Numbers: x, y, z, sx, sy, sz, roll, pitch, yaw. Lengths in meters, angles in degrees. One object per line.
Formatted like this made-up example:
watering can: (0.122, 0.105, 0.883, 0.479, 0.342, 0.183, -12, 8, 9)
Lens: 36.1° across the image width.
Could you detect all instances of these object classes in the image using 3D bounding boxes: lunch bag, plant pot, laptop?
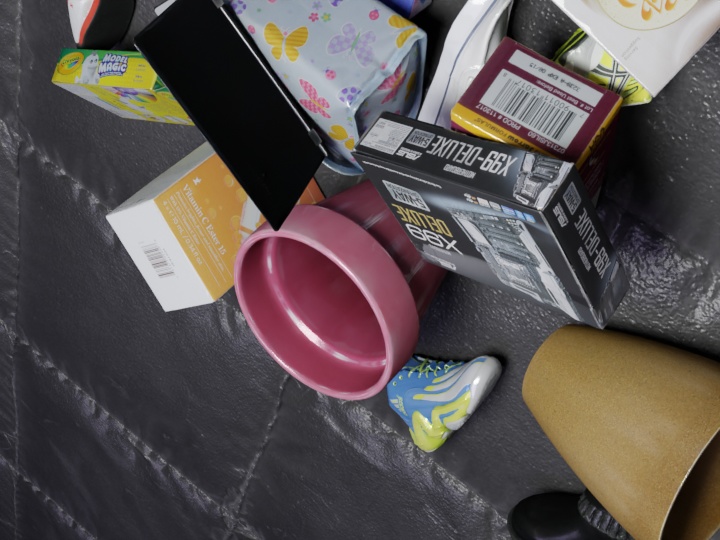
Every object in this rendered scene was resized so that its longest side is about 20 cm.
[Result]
lunch bag: (-0.034, -0.182, 1.036, 0.169, 0.127, 0.200, 39, 168, 11)
plant pot: (0.253, 0.138, 1.029, 0.199, 0.186, 0.188, 34, 142, 35)
laptop: (-0.128, -0.140, 0.961, 0.188, 0.116, 0.199, 54, 158, -19)
plant pot: (0.000, 0.000, 1.126, 0.199, 0.179, 0.201, 25, 136, 26)

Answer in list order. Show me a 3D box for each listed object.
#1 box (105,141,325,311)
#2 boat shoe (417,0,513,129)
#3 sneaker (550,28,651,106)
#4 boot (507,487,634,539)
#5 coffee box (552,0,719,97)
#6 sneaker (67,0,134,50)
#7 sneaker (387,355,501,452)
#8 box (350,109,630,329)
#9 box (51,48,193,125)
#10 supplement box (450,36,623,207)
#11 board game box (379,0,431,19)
box: (-0.151, -0.066, 1.193, 0.097, 0.200, 0.125, -11, 116, 47)
boat shoe: (0.107, -0.178, 0.969, 0.065, 0.074, 0.201, 34, 150, 9)
sneaker: (0.218, -0.178, 0.865, 0.076, 0.076, 0.200, 42, 153, -5)
boot: (0.244, 0.242, 1.183, 0.209, 0.080, 0.159, 1, 131, 30)
coffee box: (0.224, -0.228, 0.725, 0.114, 0.080, 0.200, 44, 109, 3)
sneaker: (-0.305, -0.335, 1.220, 0.108, 0.067, 0.202, 50, 149, 14)
sneaker: (0.081, 0.133, 1.249, 0.105, 0.076, 0.200, 41, 142, 8)
box: (0.105, -0.043, 0.894, 0.199, 0.050, 0.158, 23, 159, 41)
box: (-0.235, -0.203, 1.229, 0.199, 0.049, 0.117, 13, 174, 37)
supplement box: (0.143, -0.088, 0.936, 0.110, 0.086, 0.200, 32, 163, 17)
board game box: (-0.005, -0.349, 0.940, 0.199, 0.041, 0.200, 34, 140, 16)
